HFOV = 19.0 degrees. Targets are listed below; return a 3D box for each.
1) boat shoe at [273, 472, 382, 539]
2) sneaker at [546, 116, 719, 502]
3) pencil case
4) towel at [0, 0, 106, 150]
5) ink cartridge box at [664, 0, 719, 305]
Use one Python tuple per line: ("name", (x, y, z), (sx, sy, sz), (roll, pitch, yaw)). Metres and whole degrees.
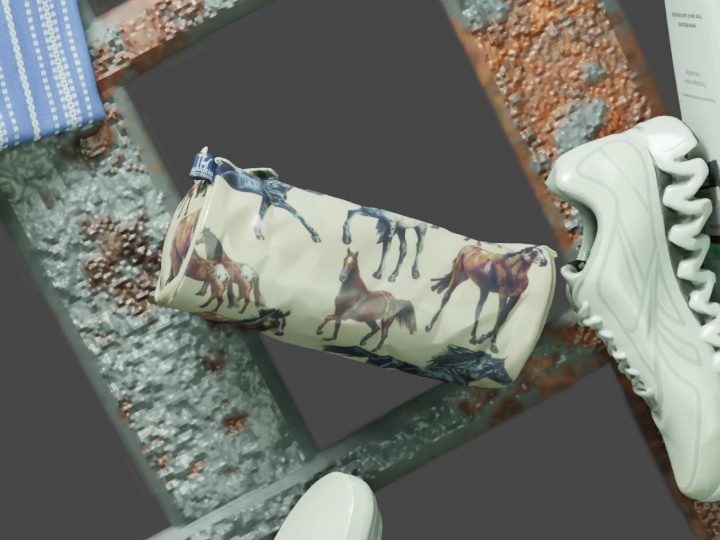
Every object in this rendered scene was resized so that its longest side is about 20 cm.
("boat shoe", (-0.019, 0.206, 1.126), (0.068, 0.072, 0.201), (15, 89, -30))
("sneaker", (0.148, 0.025, 1.115), (0.081, 0.075, 0.201), (-13, 92, -12))
("pencil case", (0.000, 0.000, 1.092), (0.199, 0.078, 0.090), (15, 68, -9))
("towel", (-0.219, -0.119, 1.027), (0.200, 0.024, 0.145), (-20, 103, -36))
("ink cartridge box", (0.250, -0.056, 1.112), (0.144, 0.084, 0.201), (-11, 99, -6))
